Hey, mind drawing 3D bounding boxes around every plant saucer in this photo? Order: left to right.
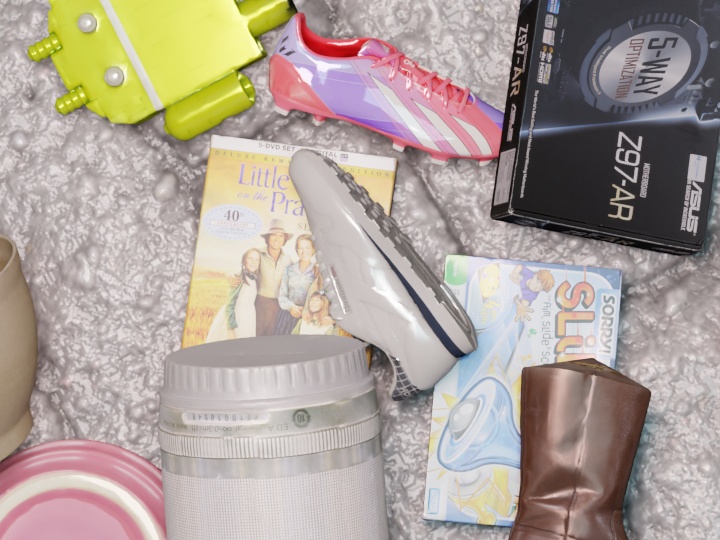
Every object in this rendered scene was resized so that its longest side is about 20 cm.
[{"bbox_3d":[-0.215,0.225,1.761,0.200,0.051,0.201,0,83,0],"label":"plant saucer"}]

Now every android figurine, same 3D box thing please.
[{"bbox_3d":[-0.154,-0.188,1.798,0.200,0.041,0.182,-25,91,6],"label":"android figurine"}]

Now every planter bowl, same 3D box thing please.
[{"bbox_3d":[-0.318,0.079,1.723,0.200,0.200,0.135,-22,110,-2],"label":"planter bowl"}]

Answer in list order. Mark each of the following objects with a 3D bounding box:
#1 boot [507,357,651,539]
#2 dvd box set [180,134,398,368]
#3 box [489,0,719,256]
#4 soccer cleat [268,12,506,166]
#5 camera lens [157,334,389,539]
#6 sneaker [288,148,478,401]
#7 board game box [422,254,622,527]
[{"bbox_3d":[0.197,0.165,1.724,0.186,0.064,0.200,10,79,-1],"label":"boot"},{"bbox_3d":[-0.055,0.005,1.794,0.146,0.029,0.200,8,84,2],"label":"dvd box set"},{"bbox_3d":[0.190,-0.122,1.775,0.160,0.044,0.200,11,83,-16],"label":"box"},{"bbox_3d":[0.029,-0.134,1.775,0.200,0.067,0.077,14,115,-3],"label":"soccer cleat"},{"bbox_3d":[-0.062,0.155,1.695,0.160,0.160,0.200,-4,97,1],"label":"camera lens"},{"bbox_3d":[0.000,0.000,1.745,0.080,0.076,0.200,-38,81,14],"label":"sneaker"},{"bbox_3d":[0.121,0.093,1.778,0.135,0.034,0.200,4,84,2],"label":"board game box"}]
